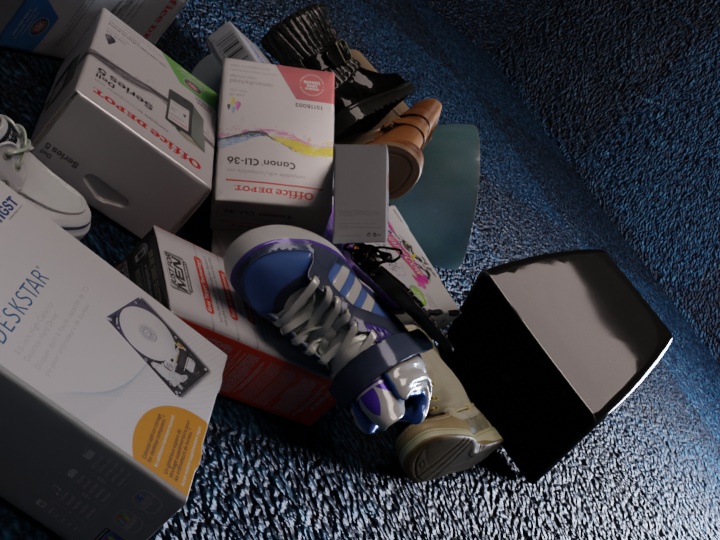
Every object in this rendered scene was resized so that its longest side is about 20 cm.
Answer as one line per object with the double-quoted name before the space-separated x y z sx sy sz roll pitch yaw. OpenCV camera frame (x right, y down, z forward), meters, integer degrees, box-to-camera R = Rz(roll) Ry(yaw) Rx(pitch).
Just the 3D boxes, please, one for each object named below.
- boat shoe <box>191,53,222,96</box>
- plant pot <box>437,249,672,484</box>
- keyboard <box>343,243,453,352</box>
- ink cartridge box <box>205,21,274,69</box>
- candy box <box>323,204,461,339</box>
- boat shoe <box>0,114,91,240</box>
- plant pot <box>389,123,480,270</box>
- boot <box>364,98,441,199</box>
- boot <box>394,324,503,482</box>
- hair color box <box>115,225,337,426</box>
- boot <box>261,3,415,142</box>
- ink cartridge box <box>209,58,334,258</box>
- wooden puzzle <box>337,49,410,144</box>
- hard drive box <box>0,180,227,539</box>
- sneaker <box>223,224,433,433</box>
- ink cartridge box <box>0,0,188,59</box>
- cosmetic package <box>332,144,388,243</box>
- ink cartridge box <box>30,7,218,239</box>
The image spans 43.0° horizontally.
"boat shoe" -0.142 -0.170 1.092 0.091 0.071 0.201 40 18 -52
"plant pot" 0.235 0.093 1.062 0.176 0.201 0.200 -24 67 -26
"keyboard" 0.039 0.011 0.845 0.104 0.040 0.200 44 -1 -13
"ink cartridge box" -0.082 -0.175 1.071 0.201 0.040 0.200 57 8 10
"candy box" 0.000 0.000 1.017 0.199 0.072 0.169 5 47 -53
"boat shoe" -0.274 -0.082 0.668 0.199 0.067 0.074 27 29 -42
"plant pot" 0.080 -0.109 1.269 0.133 0.202 0.201 7 29 -3
"boot" 0.053 -0.157 1.114 0.074 0.155 0.199 52 -23 -14
"boot" 0.059 0.129 0.930 0.155 0.072 0.199 57 18 22
"hair color box" -0.104 0.051 0.768 0.199 0.061 0.102 30 27 -40
"boot" -0.022 -0.259 1.156 0.159 0.079 0.211 55 30 0
"ink cartridge box" -0.086 -0.101 0.900 0.115 0.068 0.203 4 67 -11
"wooden puzzle" -0.039 -0.226 1.277 0.198 0.037 0.186 -20 54 -23
"hard drive box" -0.191 0.059 0.566 0.199 0.077 0.156 40 22 -18
"sneaker" -0.013 0.056 0.731 0.200 0.080 0.147 35 17 -46
"ink cartridge box" -0.277 -0.293 0.927 0.084 0.145 0.199 50 21 13
"cosmetic package" 0.000 -0.069 0.849 0.200 0.050 0.084 -96 -175 -86
"ink cartridge box" -0.214 -0.137 0.856 0.145 0.084 0.201 35 24 -28
